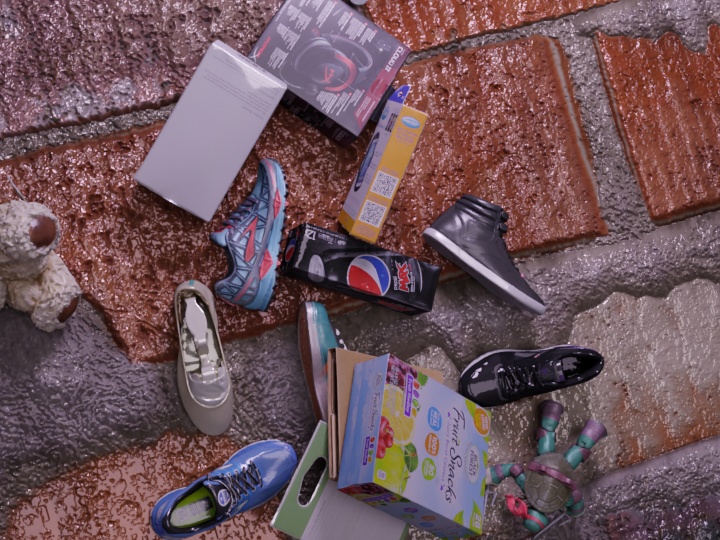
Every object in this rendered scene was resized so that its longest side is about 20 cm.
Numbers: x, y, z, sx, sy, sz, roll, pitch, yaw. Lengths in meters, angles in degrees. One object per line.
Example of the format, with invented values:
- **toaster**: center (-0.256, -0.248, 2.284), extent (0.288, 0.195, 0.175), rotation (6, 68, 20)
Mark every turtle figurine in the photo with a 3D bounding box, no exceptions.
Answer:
- **turtle figurine**: center (0.249, 0.281, 1.527), extent (0.150, 0.101, 0.200), rotation (32, 71, -9)

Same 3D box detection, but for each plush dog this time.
- **plush dog**: center (-0.449, -0.002, 1.355), extent (0.172, 0.200, 0.160), rotation (-36, 60, -25)

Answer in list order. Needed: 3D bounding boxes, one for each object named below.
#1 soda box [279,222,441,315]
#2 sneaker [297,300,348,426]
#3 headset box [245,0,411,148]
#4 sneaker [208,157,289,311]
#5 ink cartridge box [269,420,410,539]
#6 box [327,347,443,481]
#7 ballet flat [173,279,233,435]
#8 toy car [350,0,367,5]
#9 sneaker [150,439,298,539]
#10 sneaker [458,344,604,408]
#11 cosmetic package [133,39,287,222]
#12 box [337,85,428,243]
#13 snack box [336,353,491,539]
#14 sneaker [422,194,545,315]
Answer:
- **soda box**: center (0.000, 0.000, 1.496), extent (0.200, 0.071, 0.063), rotation (18, 77, -18)
- **sneaker**: center (-0.029, 0.132, 1.486), extent (0.080, 0.071, 0.200), rotation (-13, 95, -17)
- **headset box**: center (-0.040, -0.272, 1.528), extent (0.200, 0.075, 0.149), rotation (33, 76, -9)
- **sneaker**: center (-0.145, -0.052, 1.472), extent (0.095, 0.079, 0.200), rotation (8, 81, -11)
- **ink cartridge box**: center (-0.018, 0.288, 1.443), extent (0.200, 0.048, 0.146), rotation (33, 76, -30)
- **box**: center (0.037, 0.193, 1.453), extent (0.200, 0.021, 0.164), rotation (16, 63, -41)
- **ballet flat**: center (-0.201, 0.110, 1.443), extent (0.069, 0.069, 0.200), rotation (-12, 86, -16)
- **toy car**: center (-0.004, -0.469, 1.534), extent (0.164, 0.158, 0.200), rotation (24, 89, -21)
- **sneaker**: center (-0.163, 0.278, 1.419), extent (0.200, 0.089, 0.079), rotation (-30, 92, -16)
- **sneaker**: center (0.231, 0.135, 1.541), extent (0.200, 0.088, 0.076), rotation (-13, 87, -16)
- **cosmetic package**: center (-0.187, -0.175, 1.441), extent (0.113, 0.081, 0.200), rotation (32, 100, -9)
- **box**: center (0.032, -0.141, 1.478), extent (0.041, 0.119, 0.200), rotation (23, 97, -12)
- **snack box**: center (0.072, 0.220, 1.411), extent (0.200, 0.068, 0.169), rotation (32, 52, -36)
- **sneaker**: center (0.191, -0.027, 1.559), extent (0.200, 0.071, 0.099), rotation (37, 80, -3)
